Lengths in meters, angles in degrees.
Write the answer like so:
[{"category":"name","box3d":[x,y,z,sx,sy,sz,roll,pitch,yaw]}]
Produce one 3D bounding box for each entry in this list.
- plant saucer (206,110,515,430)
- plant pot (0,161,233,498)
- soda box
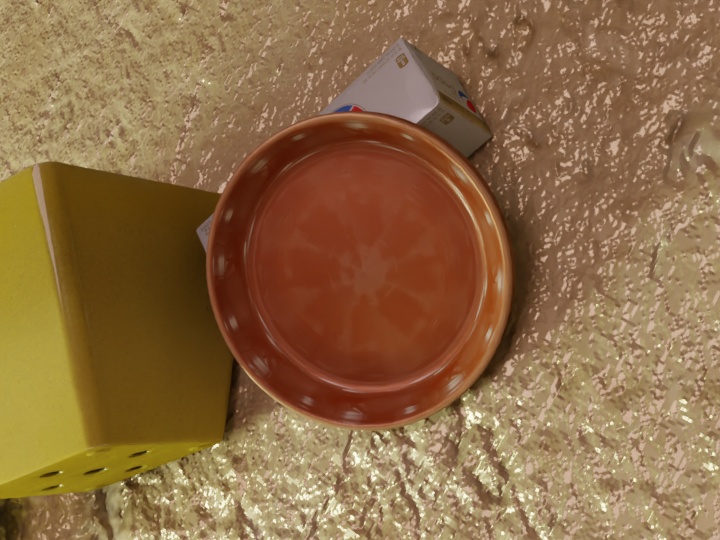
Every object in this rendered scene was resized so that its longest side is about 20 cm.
[{"category":"plant saucer","box3d":[0.000,0.000,0.916,0.199,0.032,0.202,3,102,16]},{"category":"plant pot","box3d":[-0.201,0.055,1.007,0.199,0.199,0.178,-23,73,29]},{"category":"soda box","box3d":[-0.013,-0.058,0.972,0.200,0.068,0.064,-42,55,19]}]
